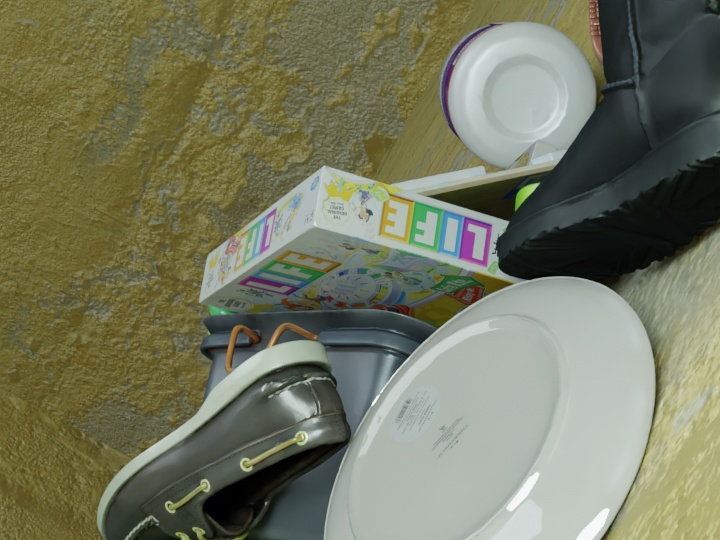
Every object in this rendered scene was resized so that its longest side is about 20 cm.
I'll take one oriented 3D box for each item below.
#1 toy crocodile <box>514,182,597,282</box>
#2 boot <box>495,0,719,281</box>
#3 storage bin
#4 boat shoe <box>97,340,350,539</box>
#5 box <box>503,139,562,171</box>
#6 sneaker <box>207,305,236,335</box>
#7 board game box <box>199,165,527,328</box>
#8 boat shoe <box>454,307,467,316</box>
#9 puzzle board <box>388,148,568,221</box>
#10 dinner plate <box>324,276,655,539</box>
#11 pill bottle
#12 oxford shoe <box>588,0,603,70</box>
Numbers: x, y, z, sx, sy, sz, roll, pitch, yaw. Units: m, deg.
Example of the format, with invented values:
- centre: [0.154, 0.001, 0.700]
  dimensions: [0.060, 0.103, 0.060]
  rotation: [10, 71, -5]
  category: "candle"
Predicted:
- centre: [0.100, 0.005, 0.836]
  dimensions: [0.200, 0.062, 0.068]
  rotation: [136, 144, -55]
  category: "toy crocodile"
- centre: [0.129, -0.096, 0.665]
  dimensions: [0.198, 0.073, 0.163]
  rotation: [-36, 50, 57]
  category: "boot"
- centre: [-0.027, 0.107, 0.860]
  dimensions: [0.200, 0.145, 0.135]
  rotation: [-4, 62, 45]
  category: "storage bin"
- centre: [-0.080, 0.118, 0.782]
  dimensions: [0.201, 0.072, 0.061]
  rotation: [-45, 58, 34]
  category: "boat shoe"
- centre: [0.114, -0.046, 1.075]
  dimensions: [0.200, 0.039, 0.042]
  rotation: [136, 157, -73]
  category: "box"
- centre: [-0.013, 0.007, 0.972]
  dimensions: [0.199, 0.074, 0.084]
  rotation: [-26, -37, -4]
  category: "sneaker"
- centre: [0.000, 0.000, 0.820]
  dimensions: [0.200, 0.134, 0.034]
  rotation: [151, 132, -64]
  category: "board game box"
- centre: [0.039, 0.115, 0.740]
  dimensions: [0.202, 0.060, 0.072]
  rotation: [-63, 6, -22]
  category: "boat shoe"
- centre: [0.063, -0.039, 0.891]
  dimensions: [0.151, 0.199, 0.017]
  rotation: [131, 124, -69]
  category: "puzzle board"
- centre: [0.049, 0.082, 0.660]
  dimensions: [0.200, 0.024, 0.201]
  rotation: [-36, 30, 25]
  category: "dinner plate"
- centre: [0.121, -0.143, 1.138]
  dimensions: [0.113, 0.112, 0.200]
  rotation: [-60, 4, 9]
  category: "pill bottle"
- centre: [0.199, -0.188, 0.976]
  dimensions: [0.074, 0.070, 0.200]
  rotation: [87, -159, -47]
  category: "oxford shoe"
